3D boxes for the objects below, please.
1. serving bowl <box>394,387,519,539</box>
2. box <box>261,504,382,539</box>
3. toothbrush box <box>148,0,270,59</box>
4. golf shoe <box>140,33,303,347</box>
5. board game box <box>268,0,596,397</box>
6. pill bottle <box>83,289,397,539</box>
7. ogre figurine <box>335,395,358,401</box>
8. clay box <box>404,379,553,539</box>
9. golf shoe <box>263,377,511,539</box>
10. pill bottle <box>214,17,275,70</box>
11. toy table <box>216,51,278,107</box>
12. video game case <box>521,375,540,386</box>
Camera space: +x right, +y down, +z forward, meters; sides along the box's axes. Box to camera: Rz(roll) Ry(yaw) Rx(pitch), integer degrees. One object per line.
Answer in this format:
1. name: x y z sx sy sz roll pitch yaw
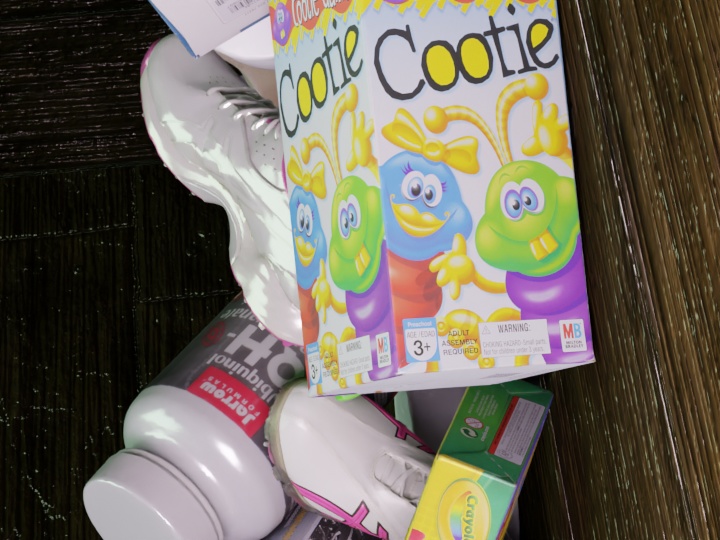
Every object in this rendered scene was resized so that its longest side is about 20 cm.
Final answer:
1. serving bowl: 0.063 0.140 1.725 0.200 0.066 0.201 174 90 -88
2. box: 0.005 0.234 1.577 0.200 0.048 0.158 61 -155 -11
3. toothbrush box: -0.072 -0.229 1.329 0.200 0.146 0.085 61 -177 23
4. golf shoe: -0.045 -0.058 1.414 0.200 0.075 0.092 57 133 24
5. board game box: 0.030 -0.049 1.257 0.105 0.103 0.201 160 105 -64
6. pill bottle: -0.067 0.087 1.588 0.200 0.110 0.111 -46 -29 -31
7. ogre figurine: 0.000 0.000 1.493 0.098 0.200 0.120 -32 -75 -43
8. clay box: 0.040 0.161 1.413 0.115 0.047 0.201 -58 -13 -64
9. golf shoe: 0.028 0.124 1.541 0.200 0.092 0.073 44 -121 -34
10. pill bottle: -0.038 -0.166 1.462 0.200 0.114 0.115 -50 -44 -77
11. toy table: -0.028 -0.143 1.856 0.184 0.200 0.117 35 134 37
12. video game case: 0.055 -0.051 1.433 0.181 0.025 0.201 78 176 -69
